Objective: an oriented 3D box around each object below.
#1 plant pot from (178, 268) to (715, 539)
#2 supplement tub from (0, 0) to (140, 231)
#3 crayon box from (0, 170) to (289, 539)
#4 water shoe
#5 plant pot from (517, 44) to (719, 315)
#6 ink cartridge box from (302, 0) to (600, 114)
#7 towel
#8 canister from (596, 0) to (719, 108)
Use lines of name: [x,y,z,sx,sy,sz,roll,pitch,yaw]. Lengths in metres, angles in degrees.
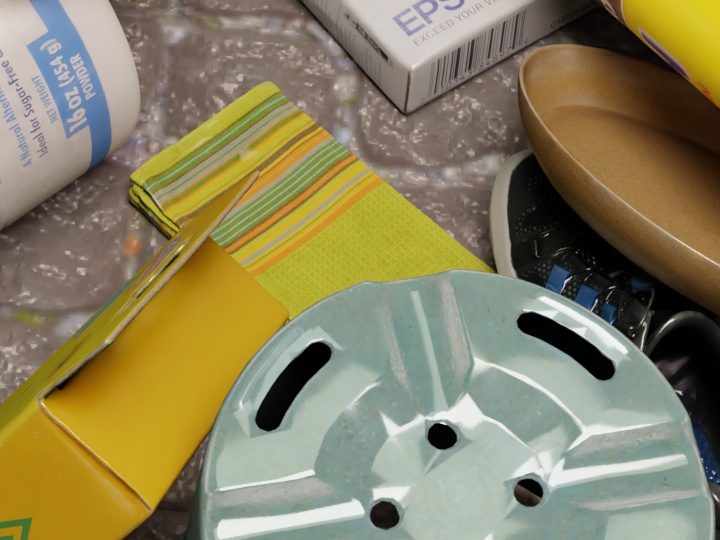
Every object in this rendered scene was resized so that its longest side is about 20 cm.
plant pot: [0.021,0.108,0.646,0.200,0.196,0.200,1,62,-3]
supplement tub: [-0.200,-0.055,0.787,0.200,0.132,0.132,-39,67,-24]
crayon box: [-0.101,0.064,0.658,0.051,0.200,0.127,44,33,-6]
water shoe: [0.114,0.024,0.777,0.071,0.079,0.200,-10,63,-24]
plant pot: [0.147,-0.026,0.797,0.200,0.027,0.200,23,26,-12]
ink cartridge box: [0.040,-0.192,0.943,0.200,0.041,0.200,-31,64,-21]
towel: [0.000,0.000,0.830,0.200,0.018,0.086,40,64,20]
canister: [0.165,-0.104,0.811,0.087,0.149,0.200,-51,46,13]
